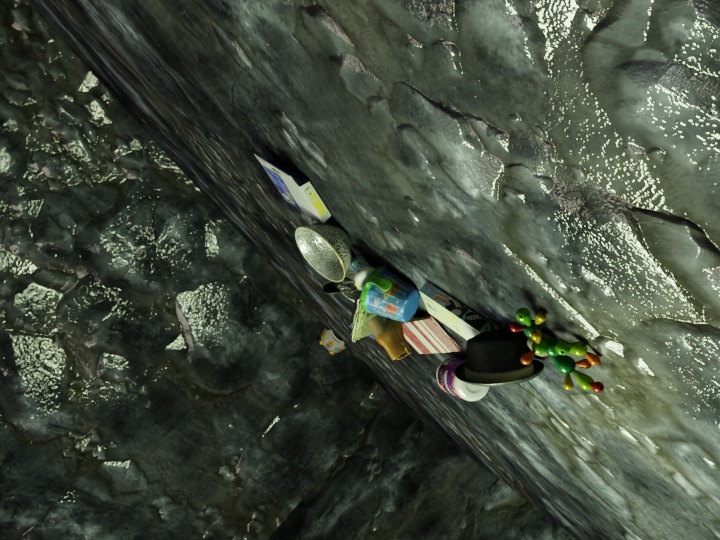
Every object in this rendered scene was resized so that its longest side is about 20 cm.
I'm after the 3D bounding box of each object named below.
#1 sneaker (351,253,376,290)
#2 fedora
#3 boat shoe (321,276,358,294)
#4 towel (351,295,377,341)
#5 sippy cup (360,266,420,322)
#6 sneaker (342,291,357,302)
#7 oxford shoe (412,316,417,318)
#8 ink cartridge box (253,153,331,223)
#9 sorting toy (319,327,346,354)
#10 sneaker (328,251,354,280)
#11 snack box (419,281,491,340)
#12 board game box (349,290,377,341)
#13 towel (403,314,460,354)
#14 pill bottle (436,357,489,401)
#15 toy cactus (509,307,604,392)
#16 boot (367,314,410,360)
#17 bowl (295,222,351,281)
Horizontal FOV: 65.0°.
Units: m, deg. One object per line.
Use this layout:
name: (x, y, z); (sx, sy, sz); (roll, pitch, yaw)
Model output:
sneaker: (0.000, 0.000, 1.640); (0.105, 0.076, 0.200); (48, -176, 14)
fedora: (0.299, 0.186, 1.249); (0.200, 0.199, 0.093); (-174, 72, -70)
boat shoe: (-0.057, 0.047, 1.918); (0.199, 0.056, 0.069); (-17, 96, 49)
towel: (0.030, 0.123, 1.692); (0.036, 0.150, 0.200); (19, -163, 22)
sippy cup: (0.089, 0.075, 1.567); (0.130, 0.141, 0.177); (25, -159, 28)
sneaker: (-0.024, 0.077, 2.043); (0.200, 0.074, 0.079); (51, 171, -29)
oxford shoe: (0.131, 0.140, 1.800); (0.199, 0.058, 0.076); (23, 144, 21)
ink cartridge box: (-0.192, -0.243, 1.599); (0.197, 0.047, 0.201); (35, 163, 40)
sorting toy: (-0.183, 0.473, 3.848); (0.200, 0.107, 0.180); (44, 149, 1)
sneaker: (-0.078, -0.044, 1.815); (0.199, 0.076, 0.115); (25, 156, 48)
snack box: (0.239, 0.116, 1.404); (0.199, 0.037, 0.116); (35, 164, 35)
board game box: (0.050, 0.143, 1.904); (0.199, 0.062, 0.201); (29, -149, -26)
towel: (0.199, 0.199, 1.724); (0.144, 0.023, 0.200); (48, 151, -14)
pill bottle: (0.302, 0.325, 1.714); (0.112, 0.113, 0.200); (45, 167, -8)
toy cactus: (0.355, 0.153, 1.070); (0.199, 0.103, 0.165); (35, 177, 0)
boot: (0.106, 0.184, 1.671); (0.145, 0.071, 0.201); (56, -148, 7)
bowl: (-0.091, -0.073, 1.668); (0.200, 0.094, 0.202); (35, 151, 23)
